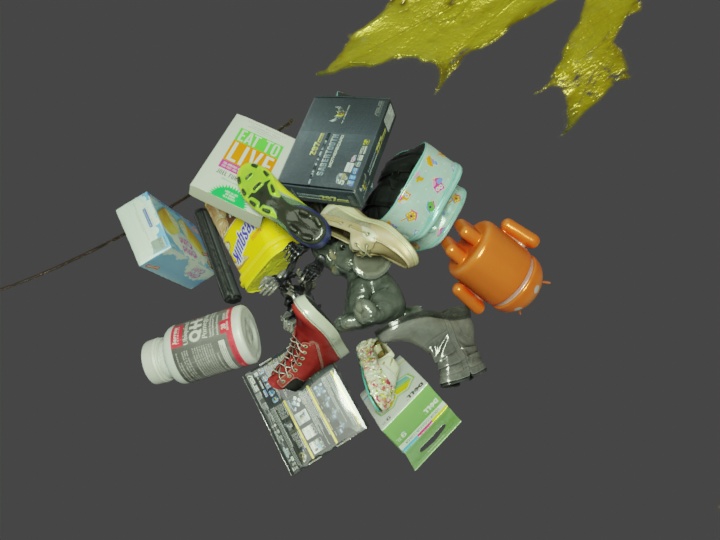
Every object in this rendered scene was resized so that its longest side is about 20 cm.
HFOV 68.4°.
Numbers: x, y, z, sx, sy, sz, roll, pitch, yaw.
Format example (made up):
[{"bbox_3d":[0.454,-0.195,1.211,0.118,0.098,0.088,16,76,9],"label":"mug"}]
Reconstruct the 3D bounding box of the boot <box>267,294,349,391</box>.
[{"bbox_3d":[-0.103,0.130,0.865,0.143,0.201,0.073,-35,58,-9],"label":"boot"}]

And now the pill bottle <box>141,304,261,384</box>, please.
[{"bbox_3d":[-0.293,0.143,0.980,0.196,0.111,0.113,-17,76,3],"label":"pill bottle"}]

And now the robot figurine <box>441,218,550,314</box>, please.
[{"bbox_3d":[0.235,-0.007,0.922,0.199,0.116,0.145,35,66,-13],"label":"robot figurine"}]

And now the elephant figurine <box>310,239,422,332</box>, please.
[{"bbox_3d":[0.000,0.000,0.957,0.140,0.154,0.204,-19,76,34],"label":"elephant figurine"}]

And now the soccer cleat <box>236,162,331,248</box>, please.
[{"bbox_3d":[-0.130,-0.104,0.889,0.199,0.084,0.065,40,89,14],"label":"soccer cleat"}]

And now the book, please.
[{"bbox_3d":[-0.205,-0.184,0.956,0.132,0.048,0.202,24,53,-9],"label":"book"}]

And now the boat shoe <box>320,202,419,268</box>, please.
[{"bbox_3d":[0.008,-0.051,0.890,0.198,0.073,0.065,34,70,24],"label":"boat shoe"}]

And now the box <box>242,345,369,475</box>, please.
[{"bbox_3d":[-0.100,0.238,0.966,0.160,0.049,0.202,-32,76,1],"label":"box"}]

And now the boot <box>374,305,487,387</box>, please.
[{"bbox_3d":[0.128,0.139,0.913,0.196,0.070,0.134,-7,74,-21],"label":"boot"}]

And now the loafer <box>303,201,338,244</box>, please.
[{"bbox_3d":[-0.076,-0.133,1.027,0.072,0.071,0.203,-24,95,-42],"label":"loafer"}]

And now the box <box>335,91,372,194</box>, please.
[{"bbox_3d":[-0.019,-0.241,1.018,0.081,0.049,0.204,11,63,-19],"label":"box"}]

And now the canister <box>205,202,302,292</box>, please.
[{"bbox_3d":[-0.206,-0.083,1.008,0.148,0.086,0.202,-44,69,36],"label":"canister"}]

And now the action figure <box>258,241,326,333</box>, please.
[{"bbox_3d":[-0.119,0.042,0.928,0.119,0.202,0.101,43,54,19],"label":"action figure"}]

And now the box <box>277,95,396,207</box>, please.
[{"bbox_3d":[-0.040,-0.213,0.928,0.155,0.051,0.203,10,66,26],"label":"box"}]

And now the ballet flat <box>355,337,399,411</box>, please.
[{"bbox_3d":[0.031,0.161,0.895,0.063,0.200,0.076,-34,109,3],"label":"ballet flat"}]

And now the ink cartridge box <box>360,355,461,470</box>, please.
[{"bbox_3d":[0.075,0.223,0.869,0.104,0.200,0.059,-44,106,-3],"label":"ink cartridge box"}]

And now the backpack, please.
[{"bbox_3d":[0.097,-0.127,0.940,0.152,0.200,0.178,33,82,-6],"label":"backpack"}]

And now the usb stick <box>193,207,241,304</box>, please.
[{"bbox_3d":[-0.280,-0.028,1.043,0.032,0.055,0.203,-24,76,3],"label":"usb stick"}]

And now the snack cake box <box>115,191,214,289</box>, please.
[{"bbox_3d":[-0.352,-0.048,0.982,0.066,0.200,0.116,-30,76,0],"label":"snack cake box"}]
